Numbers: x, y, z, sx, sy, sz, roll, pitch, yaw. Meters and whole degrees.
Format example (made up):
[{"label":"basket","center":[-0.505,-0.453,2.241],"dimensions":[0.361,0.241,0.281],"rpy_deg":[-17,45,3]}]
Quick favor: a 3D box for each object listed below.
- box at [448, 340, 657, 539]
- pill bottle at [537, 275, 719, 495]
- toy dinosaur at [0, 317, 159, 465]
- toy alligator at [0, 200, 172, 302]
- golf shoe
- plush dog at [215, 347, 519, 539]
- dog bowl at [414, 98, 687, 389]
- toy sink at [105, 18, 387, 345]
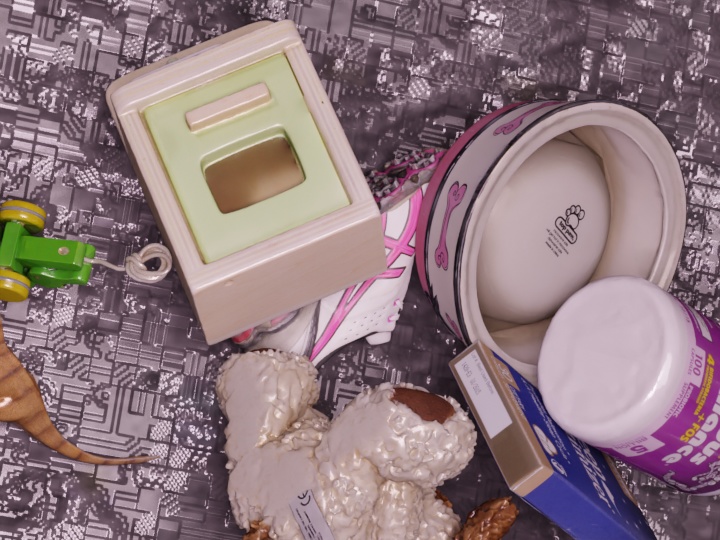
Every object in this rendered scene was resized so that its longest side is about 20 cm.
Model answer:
[{"label":"box","center":[0.141,0.137,1.648],"dimensions":[0.032,0.121,0.200],"rpy_deg":[-38,133,11]},{"label":"pill bottle","center":[0.214,0.086,1.682],"dimensions":[0.199,0.112,0.113],"rpy_deg":[28,73,-46]},{"label":"toy dinosaur","center":[-0.224,0.084,1.613],"dimensions":[0.105,0.061,0.201],"rpy_deg":[-15,127,20]},{"label":"toy alligator","center":[-0.213,-0.007,1.620],"dimensions":[0.198,0.054,0.060],"rpy_deg":[8,71,9]},{"label":"golf shoe","center":[0.000,0.000,1.696],"dimensions":[0.200,0.073,0.092],"rpy_deg":[-43,110,-10]},{"label":"plush dog","center":[-0.002,0.153,1.604],"dimensions":[0.171,0.199,0.162],"rpy_deg":[31,76,-46]},{"label":"dog bowl","center":[0.122,-0.025,1.687],"dimensions":[0.199,0.074,0.202],"rpy_deg":[-14,115,-33]},{"label":"toy sink","center":[-0.080,-0.079,1.615],"dimensions":[0.129,0.112,0.201],"rpy_deg":[-21,69,-5]}]
